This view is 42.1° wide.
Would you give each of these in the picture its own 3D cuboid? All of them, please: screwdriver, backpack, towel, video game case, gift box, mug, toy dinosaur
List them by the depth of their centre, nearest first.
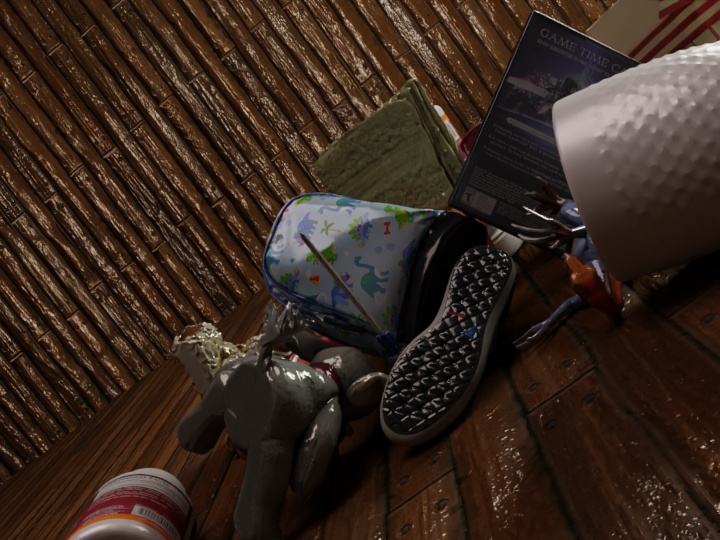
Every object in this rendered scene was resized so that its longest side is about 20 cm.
[{"bbox_3d":[0.253,-0.104,0.700,0.174,0.148,0.201,-21,28,25],"label":"mug"},{"bbox_3d":[0.197,-0.023,0.786,0.199,0.106,0.182,-27,25,-4],"label":"toy dinosaur"},{"bbox_3d":[0.007,0.045,0.815,0.028,0.200,0.029,-25,29,31],"label":"screwdriver"},{"bbox_3d":[0.187,-0.126,0.902,0.019,0.142,0.202,-155,88,-83],"label":"video game case"},{"bbox_3d":[0.000,0.000,0.927,0.199,0.153,0.165,13,78,42],"label":"backpack"},{"bbox_3d":[0.035,-0.110,1.076,0.036,0.149,0.199,-19,-10,-46],"label":"towel"},{"bbox_3d":[0.408,-0.296,1.123,0.200,0.185,0.187,-44,1,-25],"label":"gift box"}]

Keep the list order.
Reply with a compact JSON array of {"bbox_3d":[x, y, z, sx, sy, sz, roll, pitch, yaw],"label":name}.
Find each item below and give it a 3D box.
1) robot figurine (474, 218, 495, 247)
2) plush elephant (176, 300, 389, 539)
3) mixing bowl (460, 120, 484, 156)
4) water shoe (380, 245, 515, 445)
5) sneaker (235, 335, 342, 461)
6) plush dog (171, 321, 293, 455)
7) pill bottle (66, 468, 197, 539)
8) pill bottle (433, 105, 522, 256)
[{"bbox_3d":[0.066,0.013,1.050,0.199,0.116,0.145,-29,38,43],"label":"robot figurine"},{"bbox_3d":[-0.048,0.123,0.846,0.164,0.154,0.202,36,109,43],"label":"plush elephant"},{"bbox_3d":[0.214,-0.111,0.999,0.198,0.110,0.200,-13,-10,-2],"label":"mixing bowl"},{"bbox_3d":[0.087,0.074,0.813,0.201,0.071,0.079,-57,-29,-23],"label":"water shoe"},{"bbox_3d":[-0.054,0.145,1.058,0.086,0.074,0.200,-11,28,43],"label":"sneaker"},{"bbox_3d":[-0.125,0.139,1.228,0.198,0.162,0.171,0,11,29],"label":"plush dog"},{"bbox_3d":[-0.212,0.257,0.875,0.113,0.113,0.200,-37,6,-1],"label":"pill bottle"},{"bbox_3d":[0.107,-0.091,1.154,0.114,0.201,0.114,-35,7,5],"label":"pill bottle"}]
